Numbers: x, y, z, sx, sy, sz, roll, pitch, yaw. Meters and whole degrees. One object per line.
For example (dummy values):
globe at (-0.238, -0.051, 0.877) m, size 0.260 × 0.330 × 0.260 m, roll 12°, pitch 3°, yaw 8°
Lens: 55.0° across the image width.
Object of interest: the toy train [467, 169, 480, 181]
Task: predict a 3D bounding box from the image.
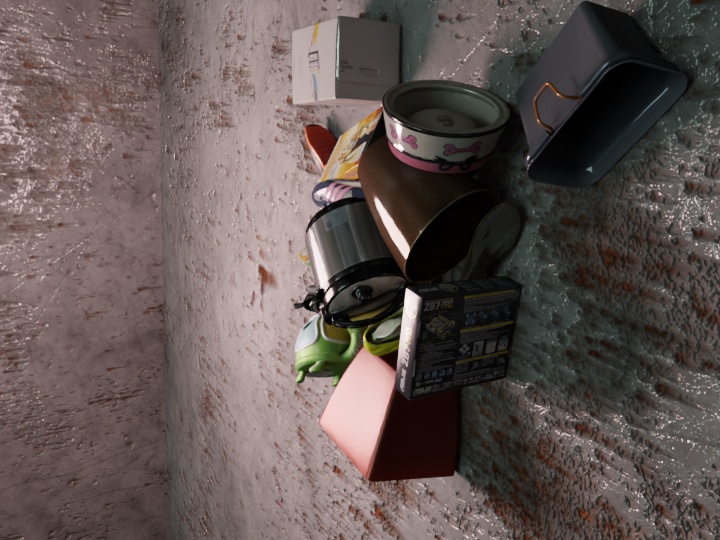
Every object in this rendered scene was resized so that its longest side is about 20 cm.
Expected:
toy train at (0.141, -0.199, 1.187) m, size 0.201 × 0.041 × 0.057 m, roll 54°, pitch 148°, yaw 42°

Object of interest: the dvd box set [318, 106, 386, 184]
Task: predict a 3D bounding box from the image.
dvd box set at (-0.013, -0.238, 1.391) m, size 0.199 × 0.029 × 0.149 m, roll -17°, pitch 46°, yaw 61°

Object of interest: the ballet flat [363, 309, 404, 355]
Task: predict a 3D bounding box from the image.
ballet flat at (0.091, 0.088, 1.171) m, size 0.067 × 0.196 × 0.068 m, roll 49°, pitch -162°, yaw -60°

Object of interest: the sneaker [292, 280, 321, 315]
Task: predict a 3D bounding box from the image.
sneaker at (-0.087, 0.035, 1.435) m, size 0.199 × 0.139 × 0.079 m, roll 25°, pitch 146°, yaw 59°

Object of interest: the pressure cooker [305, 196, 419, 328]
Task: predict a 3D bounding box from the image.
pressure cooker at (-0.002, -0.001, 1.197) m, size 0.176 × 0.175 × 0.204 m, roll -50°, pitch 48°, yaw 44°

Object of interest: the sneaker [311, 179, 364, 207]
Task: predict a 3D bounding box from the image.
sneaker at (-0.040, -0.128, 1.354) m, size 0.197 × 0.070 × 0.083 m, roll 5°, pitch 58°, yaw 49°

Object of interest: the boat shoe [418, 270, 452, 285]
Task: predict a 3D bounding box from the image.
boat shoe at (0.115, -0.053, 1.225) m, size 0.073 × 0.067 × 0.206 m, roll 4°, pitch 98°, yaw 60°

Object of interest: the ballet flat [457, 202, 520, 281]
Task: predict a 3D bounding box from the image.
ballet flat at (0.199, -0.027, 1.100) m, size 0.047 × 0.066 × 0.203 m, roll -83°, pitch 7°, yaw -53°

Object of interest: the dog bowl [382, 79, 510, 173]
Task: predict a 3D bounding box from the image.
dog bowl at (0.127, -0.220, 1.062) m, size 0.201 × 0.196 × 0.075 m, roll 50°, pitch 146°, yaw 44°

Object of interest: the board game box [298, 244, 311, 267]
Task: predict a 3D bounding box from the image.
board game box at (-0.023, -0.073, 1.383) m, size 0.202 × 0.040 × 0.152 m, roll -53°, pitch 37°, yaw -2°

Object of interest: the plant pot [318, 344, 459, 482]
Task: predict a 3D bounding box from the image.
plant pot at (0.068, 0.242, 1.250) m, size 0.199 × 0.196 × 0.181 m, roll 33°, pitch 111°, yaw 54°

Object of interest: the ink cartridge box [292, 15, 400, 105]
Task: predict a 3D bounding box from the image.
ink cartridge box at (-0.031, -0.402, 1.353) m, size 0.199 × 0.144 × 0.149 m, roll 18°, pitch 109°, yaw 58°

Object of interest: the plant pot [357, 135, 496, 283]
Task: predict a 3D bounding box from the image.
plant pot at (0.086, -0.118, 1.112) m, size 0.201 × 0.184 × 0.189 m, roll 50°, pitch 137°, yaw 28°

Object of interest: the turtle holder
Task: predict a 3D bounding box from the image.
turtle holder at (-0.066, 0.155, 1.437) m, size 0.186 × 0.137 × 0.135 m, roll 116°, pitch 154°, yaw -64°

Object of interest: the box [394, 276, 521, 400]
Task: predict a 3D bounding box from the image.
box at (0.150, 0.100, 1.055) m, size 0.049 × 0.196 × 0.166 m, roll 34°, pitch 123°, yaw 52°

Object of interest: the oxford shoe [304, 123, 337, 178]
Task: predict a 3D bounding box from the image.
oxford shoe at (-0.082, -0.244, 1.548) m, size 0.203 × 0.069 × 0.073 m, roll 66°, pitch 150°, yaw 30°

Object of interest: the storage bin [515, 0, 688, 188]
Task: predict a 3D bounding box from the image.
storage bin at (0.273, -0.224, 0.864) m, size 0.201 × 0.142 × 0.137 m, roll 124°, pitch 142°, yaw -47°
